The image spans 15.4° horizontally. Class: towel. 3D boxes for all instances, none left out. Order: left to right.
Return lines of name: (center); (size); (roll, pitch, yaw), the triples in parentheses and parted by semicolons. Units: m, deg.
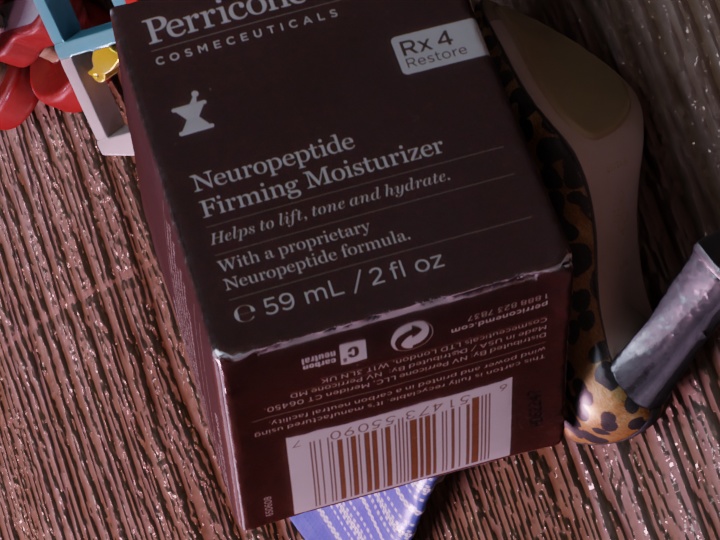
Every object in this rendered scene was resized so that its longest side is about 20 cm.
towel: (-0.013, 0.083, 1.413); (0.145, 0.024, 0.200); (54, 149, 26)

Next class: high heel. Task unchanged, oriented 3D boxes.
high heel: (0.088, -0.019, 1.260); (0.200, 0.071, 0.143); (53, 133, 23)

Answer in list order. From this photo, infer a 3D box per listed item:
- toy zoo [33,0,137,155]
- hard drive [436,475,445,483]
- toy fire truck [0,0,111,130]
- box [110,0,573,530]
toy zoo: (-0.121, -0.140, 1.483); (0.131, 0.020, 0.201); (-11, 110, 38)
hard drive: (0.000, 0.000, 1.415); (0.200, 0.026, 0.132); (49, 133, 35)
toy fire truck: (-0.220, -0.185, 1.611); (0.199, 0.112, 0.169); (-7, 68, 52)
box: (-0.009, -0.018, 1.238); (0.165, 0.165, 0.201); (85, 167, -58)
